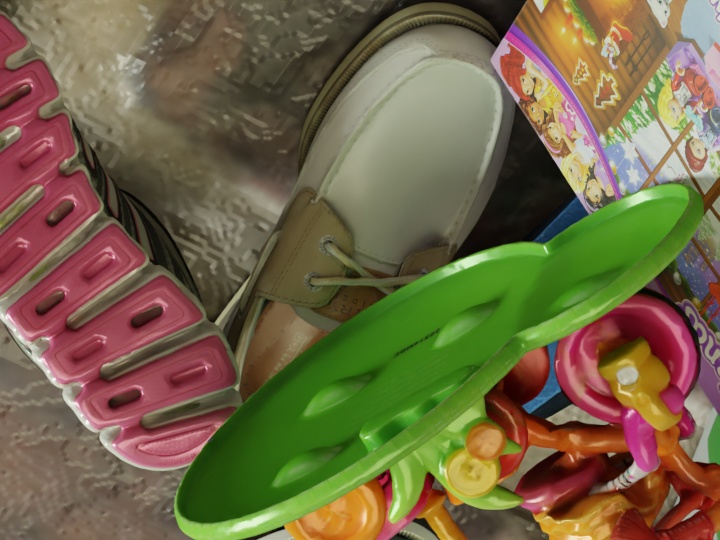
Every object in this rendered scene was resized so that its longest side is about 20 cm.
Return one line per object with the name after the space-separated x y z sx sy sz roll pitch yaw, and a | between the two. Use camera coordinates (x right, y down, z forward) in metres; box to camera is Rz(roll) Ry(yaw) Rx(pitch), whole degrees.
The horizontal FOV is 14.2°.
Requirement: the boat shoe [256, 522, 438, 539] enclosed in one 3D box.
-0.053 0.162 1.148 0.200 0.062 0.073 -25 123 15 | boat shoe

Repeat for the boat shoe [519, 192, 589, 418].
0.099 -0.009 1.030 0.200 0.069 0.084 -26 90 29 | boat shoe

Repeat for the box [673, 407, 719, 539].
0.226 0.127 1.051 0.200 0.199 0.171 10 125 -7 | box

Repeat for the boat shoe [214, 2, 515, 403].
0.000 0.000 1.030 0.075 0.068 0.200 18 123 -15 | boat shoe

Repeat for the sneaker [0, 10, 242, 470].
-0.116 -0.019 1.010 0.074 0.087 0.200 -38 99 -4 | sneaker

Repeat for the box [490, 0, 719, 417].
0.127 -0.029 0.907 0.039 0.200 0.137 -22 160 -28 | box

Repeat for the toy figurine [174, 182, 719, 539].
0.072 0.095 0.939 0.200 0.150 0.184 -30 105 20 | toy figurine
